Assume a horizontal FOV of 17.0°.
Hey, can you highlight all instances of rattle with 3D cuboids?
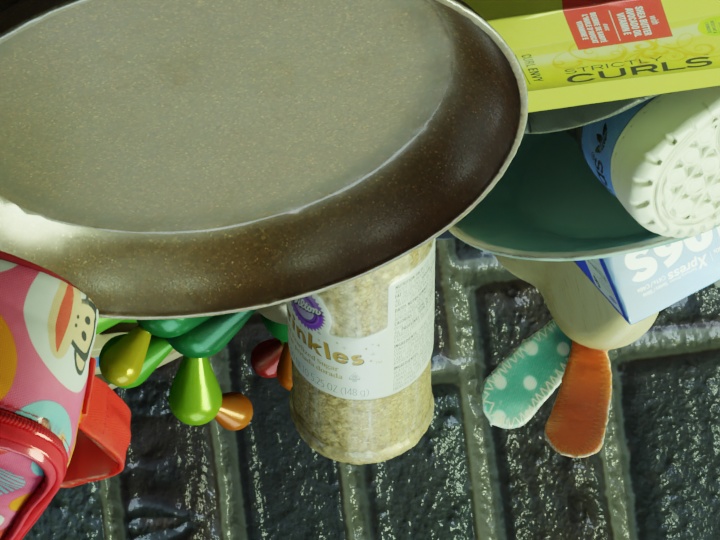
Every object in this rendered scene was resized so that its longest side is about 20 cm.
[{"bbox_3d":[0.127,-0.015,1.176,0.130,0.201,0.143,-7,178,22],"label":"rattle"}]

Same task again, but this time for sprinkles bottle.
[{"bbox_3d":[0.000,0.000,1.032,0.068,0.068,0.200,-7,140,-4],"label":"sprinkles bottle"}]

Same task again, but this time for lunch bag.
[{"bbox_3d":[-0.166,0.046,0.814,0.176,0.082,0.200,13,157,-13],"label":"lunch bag"}]

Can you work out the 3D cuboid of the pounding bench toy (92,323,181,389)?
[{"bbox_3d":[-0.158,-0.011,1.315,0.200,0.125,0.156,-26,167,36],"label":"pounding bench toy"}]

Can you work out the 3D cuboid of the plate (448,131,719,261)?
[{"bbox_3d":[0.128,-0.056,1.020,0.200,0.026,0.200,-19,-152,11],"label":"plate"}]

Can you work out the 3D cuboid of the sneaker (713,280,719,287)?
[{"bbox_3d":[0.213,-0.065,1.216,0.200,0.098,0.071,-28,-139,-6],"label":"sneaker"}]

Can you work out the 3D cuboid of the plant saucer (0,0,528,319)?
[{"bbox_3d":[-0.048,-0.046,0.760,0.200,0.032,0.200,-9,152,-5],"label":"plant saucer"}]

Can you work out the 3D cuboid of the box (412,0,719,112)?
[{"bbox_3d":[0.079,-0.092,0.792,0.199,0.050,0.075,-6,158,14],"label":"box"}]

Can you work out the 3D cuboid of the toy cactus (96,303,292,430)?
[{"bbox_3d":[-0.059,0.009,1.144,0.165,0.103,0.200,-26,151,32],"label":"toy cactus"}]

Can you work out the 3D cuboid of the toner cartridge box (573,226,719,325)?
[{"bbox_3d":[0.181,-0.055,1.050,0.200,0.043,0.095,-27,-151,-3],"label":"toner cartridge box"}]

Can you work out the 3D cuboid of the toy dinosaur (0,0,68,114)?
[{"bbox_3d":[-0.106,-0.082,0.827,0.200,0.061,0.106,9,180,-43],"label":"toy dinosaur"}]

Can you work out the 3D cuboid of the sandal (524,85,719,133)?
[{"bbox_3d":[0.123,-0.100,0.862,0.200,0.080,0.057,-6,-154,23],"label":"sandal"}]

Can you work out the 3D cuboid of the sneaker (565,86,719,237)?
[{"bbox_3d":[0.169,-0.098,0.949,0.200,0.077,0.111,-33,-143,-2],"label":"sneaker"}]
